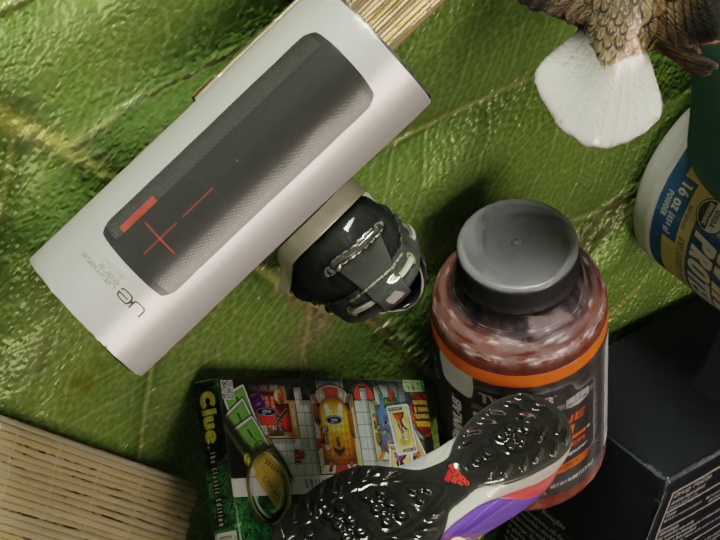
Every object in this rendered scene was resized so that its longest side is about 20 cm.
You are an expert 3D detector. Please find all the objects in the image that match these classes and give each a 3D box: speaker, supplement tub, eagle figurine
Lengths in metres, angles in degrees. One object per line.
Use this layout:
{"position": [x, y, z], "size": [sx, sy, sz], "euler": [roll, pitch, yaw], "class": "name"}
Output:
{"position": [-0.064, -0.043, 1.319], "size": [0.200, 0.081, 0.081], "euler": [-43, 149, 0], "class": "speaker"}
{"position": [0.095, 0.048, 1.620], "size": [0.107, 0.107, 0.200], "euler": [-36, 146, -22], "class": "supplement tub"}
{"position": [0.145, -0.180, 1.428], "size": [0.152, 0.151, 0.200], "euler": [-28, 155, -16], "class": "eagle figurine"}
{"position": [0.286, -0.018, 1.704], "size": [0.145, 0.200, 0.145], "euler": [-33, 145, -27], "class": "supplement tub"}

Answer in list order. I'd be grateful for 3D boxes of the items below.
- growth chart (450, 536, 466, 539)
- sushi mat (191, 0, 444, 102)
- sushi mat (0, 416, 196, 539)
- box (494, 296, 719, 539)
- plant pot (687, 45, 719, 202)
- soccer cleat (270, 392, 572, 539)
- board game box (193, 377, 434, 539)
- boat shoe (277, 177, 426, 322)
{"position": [-0.007, 0.209, 1.526], "size": [0.145, 0.018, 0.200], "euler": [-30, 163, -20], "class": "growth chart"}
{"position": [-0.002, -0.130, 1.391], "size": [0.200, 0.012, 0.096], "euler": [-45, 148, -10], "class": "sushi mat"}
{"position": [-0.147, 0.142, 1.441], "size": [0.200, 0.012, 0.096], "euler": [28, 68, -59], "class": "sushi mat"}
{"position": [0.205, 0.143, 1.849], "size": [0.200, 0.123, 0.199], "euler": [-25, 142, -39], "class": "box"}
{"position": [0.288, -0.141, 1.590], "size": [0.200, 0.200, 0.161], "euler": [-33, 136, -27], "class": "plant pot"}
{"position": [0.034, 0.138, 1.530], "size": [0.200, 0.068, 0.073], "euler": [-26, 148, -31], "class": "soccer cleat"}
{"position": [-0.020, 0.114, 1.559], "size": [0.200, 0.023, 0.105], "euler": [3, 78, -54], "class": "board game box"}
{"position": [0.000, 0.000, 1.428], "size": [0.072, 0.068, 0.200], "euler": [-49, 177, -1], "class": "boat shoe"}
